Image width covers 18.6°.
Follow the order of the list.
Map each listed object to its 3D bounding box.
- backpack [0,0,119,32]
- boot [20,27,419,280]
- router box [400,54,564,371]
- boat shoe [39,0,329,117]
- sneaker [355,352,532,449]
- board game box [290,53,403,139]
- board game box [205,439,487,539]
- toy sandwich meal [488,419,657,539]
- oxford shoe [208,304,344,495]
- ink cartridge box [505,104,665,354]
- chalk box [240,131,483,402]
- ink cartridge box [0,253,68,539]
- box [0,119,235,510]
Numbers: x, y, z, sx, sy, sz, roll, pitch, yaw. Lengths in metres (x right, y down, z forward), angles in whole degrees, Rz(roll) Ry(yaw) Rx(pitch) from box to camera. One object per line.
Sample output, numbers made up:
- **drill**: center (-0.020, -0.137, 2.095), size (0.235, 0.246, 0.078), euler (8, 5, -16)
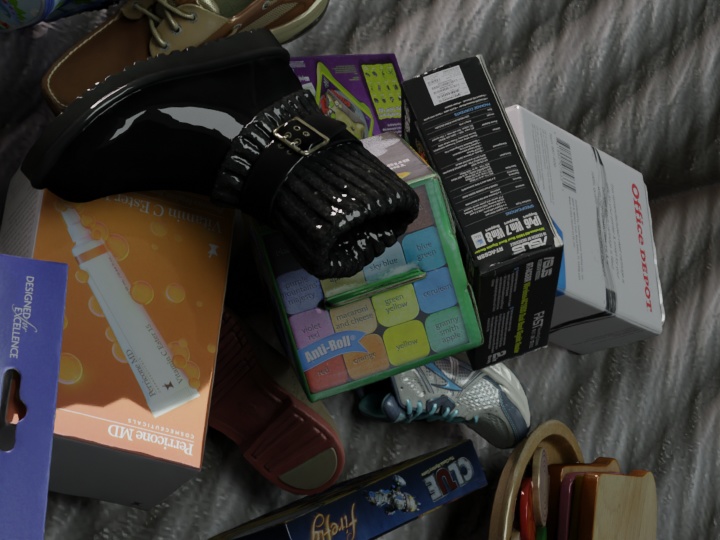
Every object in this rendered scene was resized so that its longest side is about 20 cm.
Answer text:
- **backpack**: center (-0.195, -0.244, 1.380), size (0.147, 0.200, 0.183), euler (-44, 109, -29)
- **boot**: center (-0.077, -0.052, 1.293), size (0.211, 0.079, 0.158), euler (-26, 71, -36)
- **router box**: center (0.081, -0.035, 1.519), size (0.200, 0.062, 0.150), euler (85, -16, -68)
- **boat shoe**: center (-0.109, -0.158, 1.367), size (0.200, 0.074, 0.076), euler (-33, 67, -17)
- **sneaker**: center (0.038, 0.084, 1.606), size (0.200, 0.078, 0.086), euler (37, 57, -22)
- **board game box**: center (-0.010, -0.100, 1.632), size (0.200, 0.032, 0.120), euler (-12, 78, -62)
- **board game box**: center (-0.028, 0.166, 1.430), size (0.200, 0.135, 0.035), euler (-18, 86, -51)
- **toy sandwich meal**: center (0.159, 0.206, 1.634), size (0.205, 0.070, 0.205), euler (1, 90, -65)
- **oxford shoe**: center (-0.090, 0.066, 1.478), size (0.200, 0.070, 0.075), euler (50, 12, -15)
- **ink cartridge box**: center (0.152, -0.027, 1.752), size (0.200, 0.084, 0.145), euler (22, 57, -50)
- **chalk box**: center (0.000, 0.000, 1.440), size (0.200, 0.124, 0.124), euler (-120, -166, -73)
- **ink cartridge box**: center (-0.265, 0.062, 1.203), size (0.200, 0.047, 0.198), euler (6, 62, -9)
- **box**: center (-0.157, 0.029, 1.339), size (0.124, 0.097, 0.200), euler (15, 64, -21)
